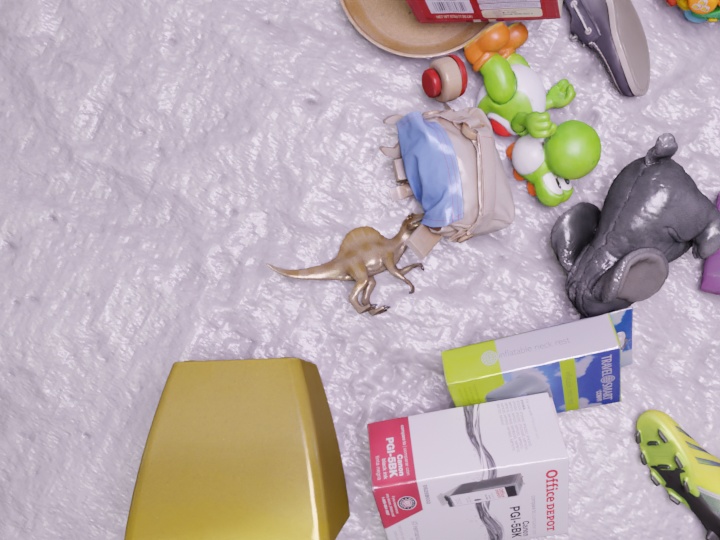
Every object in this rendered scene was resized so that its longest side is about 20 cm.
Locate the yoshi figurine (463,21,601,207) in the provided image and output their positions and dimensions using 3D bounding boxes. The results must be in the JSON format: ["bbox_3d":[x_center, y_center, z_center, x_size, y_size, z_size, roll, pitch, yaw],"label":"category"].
[{"bbox_3d":[0.197,-0.173,0.734,0.111,0.112,0.203,-25,92,-2],"label":"yoshi figurine"}]

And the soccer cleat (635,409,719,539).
[{"bbox_3d":[0.386,0.231,0.755,0.083,0.065,0.201,-35,83,-25],"label":"soccer cleat"}]

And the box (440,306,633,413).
[{"bbox_3d":[0.194,0.109,0.719,0.197,0.123,0.048,-14,51,11],"label":"box"}]

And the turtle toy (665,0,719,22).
[{"bbox_3d":[0.353,-0.344,0.712,0.100,0.145,0.202,-30,88,26],"label":"turtle toy"}]

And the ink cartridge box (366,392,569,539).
[{"bbox_3d":[0.116,0.222,0.722,0.196,0.084,0.148,-11,129,5],"label":"ink cartridge box"}]

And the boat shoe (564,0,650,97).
[{"bbox_3d":[0.265,-0.284,0.760,0.062,0.072,0.203,-18,96,47],"label":"boat shoe"}]

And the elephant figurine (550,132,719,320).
[{"bbox_3d":[0.269,-0.010,0.710,0.200,0.142,0.155,-43,93,0],"label":"elephant figurine"}]

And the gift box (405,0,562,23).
[{"bbox_3d":[0.116,-0.362,0.662,0.181,0.200,0.190,7,86,17],"label":"gift box"}]

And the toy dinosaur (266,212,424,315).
[{"bbox_3d":[0.000,0.000,0.786,0.197,0.058,0.103,-22,74,-3],"label":"toy dinosaur"}]

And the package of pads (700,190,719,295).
[{"bbox_3d":[0.430,-0.026,0.668,0.074,0.200,0.123,8,92,-8],"label":"package of pads"}]

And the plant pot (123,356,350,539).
[{"bbox_3d":[-0.120,0.188,0.728,0.196,0.200,0.180,-3,80,5],"label":"plant pot"}]

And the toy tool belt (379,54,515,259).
[{"bbox_3d":[0.079,-0.123,0.726,0.121,0.125,0.203,-18,89,-18],"label":"toy tool belt"}]

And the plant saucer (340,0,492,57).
[{"bbox_3d":[0.071,-0.334,0.769,0.196,0.035,0.204,0,85,5],"label":"plant saucer"}]
